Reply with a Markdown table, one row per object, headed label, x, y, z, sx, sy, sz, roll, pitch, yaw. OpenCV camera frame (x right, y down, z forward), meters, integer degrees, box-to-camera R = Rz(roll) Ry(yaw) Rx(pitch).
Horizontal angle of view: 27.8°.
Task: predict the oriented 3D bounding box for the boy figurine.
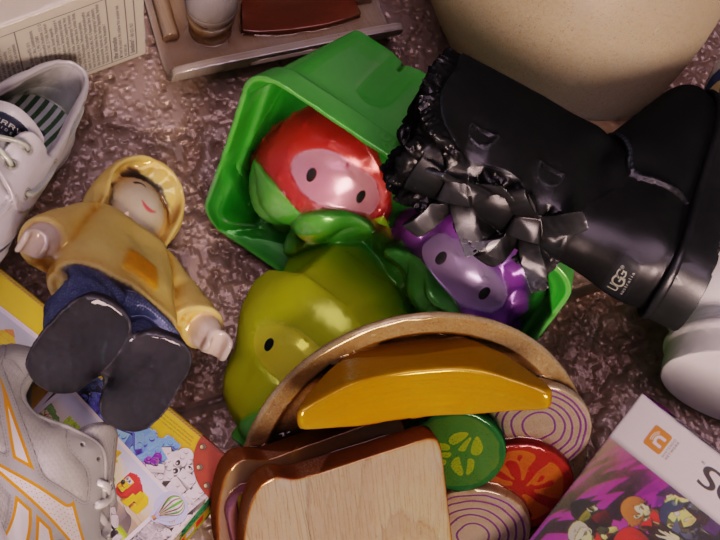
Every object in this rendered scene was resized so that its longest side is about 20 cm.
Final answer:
| label | x | y | z | sx | sy | sz | roll | pitch | yaw |
| --- | --- | --- | --- | --- | --- | --- | --- | --- | --- |
| boy figurine | -0.118 | 0.004 | 0.753 | 0.124 | 0.200 | 0.064 | 33 | 111 | -17 |

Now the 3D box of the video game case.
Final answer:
| label | x | y | z | sx | sy | sz | roll | pitch | yaw |
| --- | --- | --- | --- | --- | --- | --- | --- | --- | --- |
| video game case | 0.150 | 0.193 | 0.712 | 0.181 | 0.036 | 0.200 | 39 | 94 | 27 |

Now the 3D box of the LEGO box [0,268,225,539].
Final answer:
| label | x | y | z | sx | sy | sz | roll | pitch | yaw |
| --- | --- | --- | --- | --- | --- | --- | --- | --- | --- |
| LEGO box | -0.186 | 0.100 | 0.751 | 0.200 | 0.077 | 0.149 | 38 | 71 | 6 |

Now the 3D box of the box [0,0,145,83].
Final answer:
| label | x | y | z | sx | sy | sz | roll | pitch | yaw |
| --- | --- | --- | --- | --- | --- | --- | --- | --- | --- |
| box | -0.228 | -0.139 | 0.822 | 0.199 | 0.095 | 0.078 | -23 | 74 | -16 |

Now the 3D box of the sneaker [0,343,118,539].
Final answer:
| label | x | y | z | sx | sy | sz | roll | pitch | yaw |
| --- | --- | --- | --- | --- | --- | --- | --- | --- | --- |
| sneaker | -0.138 | 0.118 | 0.673 | 0.092 | 0.076 | 0.200 | -31 | 79 | -20 |

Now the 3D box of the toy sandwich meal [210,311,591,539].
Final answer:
| label | x | y | z | sx | sy | sz | roll | pitch | yaw |
| --- | --- | --- | --- | --- | --- | --- | --- | --- | --- |
| toy sandwich meal | 0.025 | 0.112 | 0.729 | 0.204 | 0.206 | 0.070 | -6 | 28 | -10 |

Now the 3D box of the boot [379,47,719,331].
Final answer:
| label | x | y | z | sx | sy | sz | roll | pitch | yaw |
| --- | --- | --- | --- | --- | --- | --- | --- | --- | --- |
| boot | 0.104 | -0.063 | 0.741 | 0.162 | 0.074 | 0.199 | 26 | 39 | -1 |

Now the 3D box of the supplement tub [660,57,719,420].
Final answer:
| label | x | y | z | sx | sy | sz | roll | pitch | yaw |
| --- | --- | --- | --- | --- | --- | --- | --- | --- | --- |
| supplement tub | 0.248 | -0.020 | 0.815 | 0.144 | 0.144 | 0.201 | 18 | 69 | -1 |

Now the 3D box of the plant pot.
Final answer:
| label | x | y | z | sx | sy | sz | roll | pitch | yaw |
| --- | --- | --- | --- | --- | --- | --- | --- | --- | --- |
| plant pot | 0.124 | -0.161 | 0.842 | 0.199 | 0.200 | 0.135 | 2 | 105 | -7 |

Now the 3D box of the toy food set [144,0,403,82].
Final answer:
| label | x | y | z | sx | sy | sz | roll | pitch | yaw |
| --- | --- | --- | --- | --- | --- | --- | --- | --- | --- |
| toy food set | -0.070 | -0.216 | 0.886 | 0.143 | 0.060 | 0.201 | -14 | 73 | -12 |

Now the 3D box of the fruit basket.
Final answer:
| label | x | y | z | sx | sy | sz | roll | pitch | yaw |
| --- | --- | --- | --- | --- | --- | --- | --- | --- | --- |
| fruit basket | 0.000 | 0.000 | 0.785 | 0.215 | 0.156 | 0.216 | 10 | 54 | -13 |

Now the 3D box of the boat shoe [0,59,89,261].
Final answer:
| label | x | y | z | sx | sy | sz | roll | pitch | yaw |
| --- | --- | --- | --- | --- | --- | --- | --- | --- | --- |
| boat shoe | -0.196 | -0.060 | 0.753 | 0.073 | 0.067 | 0.200 | 29 | 29 | -9 |
